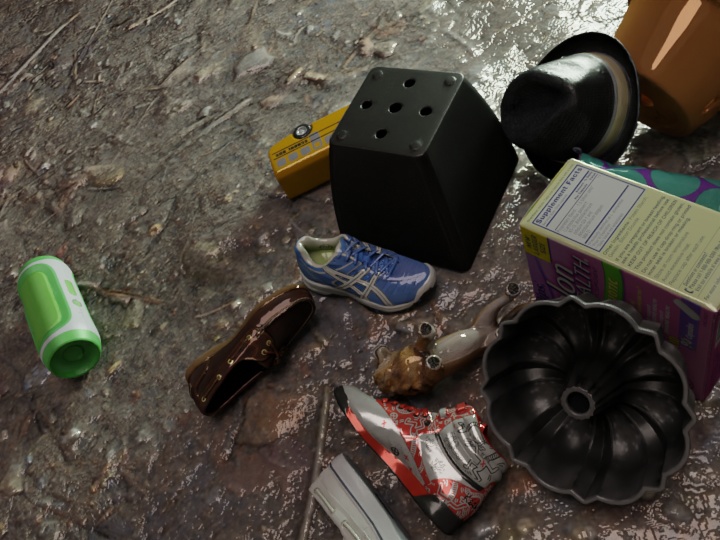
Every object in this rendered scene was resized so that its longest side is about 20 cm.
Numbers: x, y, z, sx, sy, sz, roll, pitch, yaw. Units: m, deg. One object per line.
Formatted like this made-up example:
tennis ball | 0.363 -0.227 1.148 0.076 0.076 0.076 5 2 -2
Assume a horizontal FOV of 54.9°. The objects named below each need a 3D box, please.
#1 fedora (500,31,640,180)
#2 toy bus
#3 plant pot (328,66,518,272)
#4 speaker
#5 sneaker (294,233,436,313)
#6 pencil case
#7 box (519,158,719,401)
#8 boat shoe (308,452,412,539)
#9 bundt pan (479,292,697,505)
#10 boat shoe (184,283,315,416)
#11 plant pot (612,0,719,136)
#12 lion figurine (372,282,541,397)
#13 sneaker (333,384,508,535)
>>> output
fedora | 0.238 -0.196 0.848 0.090 0.202 0.202 -5 44 -26
toy bus | -0.038 -0.191 1.045 0.198 0.065 0.079 -25 51 4
plant pot | 0.070 -0.148 0.898 0.197 0.178 0.201 15 62 30
speaker | -0.448 0.065 1.027 0.088 0.089 0.200 -37 51 -6
sneaker | 0.000 0.000 0.888 0.197 0.077 0.076 6 57 24
pencil case | 0.327 -0.075 0.779 0.197 0.086 0.092 16 21 18
box | 0.278 0.009 0.699 0.199 0.177 0.097 31 71 36
boat shoe | 0.010 0.274 0.697 0.066 0.072 0.200 -41 50 -3
bundt pan | 0.219 0.113 0.664 0.200 0.205 0.075 17 23 31
boat shoe | -0.131 0.103 0.877 0.200 0.070 0.070 -42 44 1
plant pot | 0.389 -0.262 0.847 0.141 0.200 0.200 -51 52 3
lion figurine | 0.109 0.086 0.781 0.197 0.123 0.073 -15 66 -8
sneaker | 0.065 0.169 0.745 0.108 0.067 0.201 -43 57 -4
